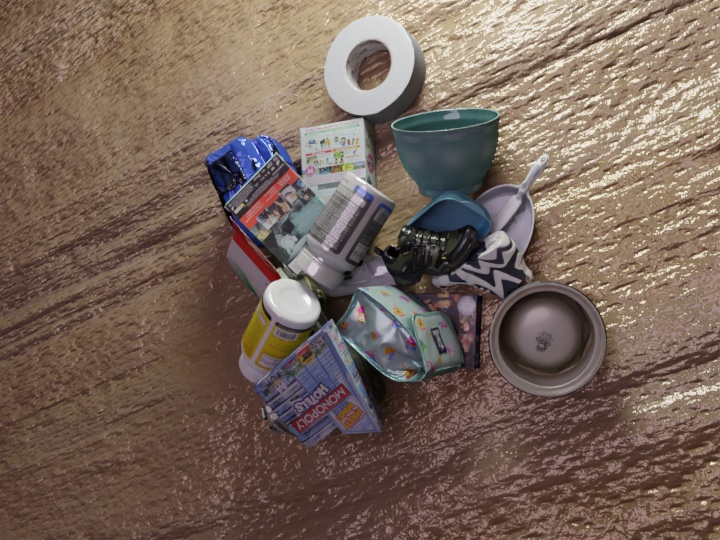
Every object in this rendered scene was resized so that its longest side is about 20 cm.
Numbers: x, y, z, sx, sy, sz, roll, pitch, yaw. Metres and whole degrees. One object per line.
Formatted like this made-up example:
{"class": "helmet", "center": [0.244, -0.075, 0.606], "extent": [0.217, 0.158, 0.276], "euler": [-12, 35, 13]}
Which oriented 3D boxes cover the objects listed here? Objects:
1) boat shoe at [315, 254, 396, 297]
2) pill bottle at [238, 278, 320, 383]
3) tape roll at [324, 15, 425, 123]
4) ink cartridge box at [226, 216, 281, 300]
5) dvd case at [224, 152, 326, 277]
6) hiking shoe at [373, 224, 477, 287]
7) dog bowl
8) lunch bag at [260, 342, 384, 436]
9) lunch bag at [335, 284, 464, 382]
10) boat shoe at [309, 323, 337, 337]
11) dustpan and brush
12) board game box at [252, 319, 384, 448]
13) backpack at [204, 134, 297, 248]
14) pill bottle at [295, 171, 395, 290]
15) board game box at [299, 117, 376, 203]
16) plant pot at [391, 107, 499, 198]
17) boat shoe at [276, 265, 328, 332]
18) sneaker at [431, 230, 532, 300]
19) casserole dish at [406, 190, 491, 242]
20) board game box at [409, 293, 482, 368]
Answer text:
{"class": "boat shoe", "center": [0.000, 0.000, 1.615], "extent": [0.197, 0.068, 0.073], "euler": [-7, 61, 28]}
{"class": "pill bottle", "center": [-0.160, 0.122, 1.559], "extent": [0.113, 0.112, 0.201], "euler": [48, 130, 21]}
{"class": "tape roll", "center": [0.027, -0.401, 1.653], "extent": [0.197, 0.066, 0.204], "euler": [-3, 84, 26]}
{"class": "ink cartridge box", "center": [-0.207, 0.003, 1.624], "extent": [0.050, 0.200, 0.161], "euler": [-40, 70, -11]}
{"class": "dvd case", "center": [-0.143, -0.106, 1.600], "extent": [0.146, 0.022, 0.200], "euler": [-44, 103, 8]}
{"class": "hiking shoe", "center": [0.116, -0.041, 1.488], "extent": [0.199, 0.101, 0.076], "euler": [-27, 30, 33]}
{"class": "dog bowl", "center": [0.322, 0.111, 1.427], "extent": [0.197, 0.074, 0.204], "euler": [2, 102, 11]}
{"class": "lunch bag", "center": [-0.076, 0.230, 1.579], "extent": [0.198, 0.167, 0.141], "euler": [-30, 73, 20]}
{"class": "lunch bag", "center": [0.081, 0.118, 1.475], "extent": [0.199, 0.170, 0.123], "euler": [36, 107, 24]}
{"class": "boat shoe", "center": [-0.085, 0.136, 1.646], "extent": [0.198, 0.070, 0.071], "euler": [-30, 75, 20]}
{"class": "dustpan and brush", "center": [0.283, -0.124, 1.504], "extent": [0.139, 0.057, 0.201], "euler": [42, 102, 23]}
{"class": "board game box", "center": [-0.062, 0.227, 1.456], "extent": [0.199, 0.062, 0.200], "euler": [-40, 95, 19]}
{"class": "backpack", "center": [-0.204, -0.160, 1.685], "extent": [0.166, 0.162, 0.202], "euler": [-29, 73, 16]}
{"class": "pill bottle", "center": [-0.031, -0.072, 1.549], "extent": [0.113, 0.114, 0.201], "euler": [36, 95, 24]}
{"class": "board game box", "center": [-0.044, -0.193, 1.666], "extent": [0.145, 0.064, 0.204], "euler": [-5, 84, 24]}
{"class": "plant pot", "center": [0.161, -0.212, 1.516], "extent": [0.197, 0.200, 0.136], "euler": [2, 112, 25]}
{"class": "boat shoe", "center": [-0.104, 0.051, 1.640], "extent": [0.060, 0.073, 0.202], "euler": [-27, 47, -14]}
{"class": "sneaker", "center": [0.229, 0.016, 1.502], "extent": [0.130, 0.080, 0.198], "euler": [44, 134, -15]}
{"class": "casserole dish", "center": [0.157, -0.083, 1.514], "extent": [0.200, 0.120, 0.039], "euler": [-41, 26, 49]}
{"class": "board game box", "center": [0.130, 0.112, 1.567], "extent": [0.197, 0.034, 0.138], "euler": [0, 85, 25]}
